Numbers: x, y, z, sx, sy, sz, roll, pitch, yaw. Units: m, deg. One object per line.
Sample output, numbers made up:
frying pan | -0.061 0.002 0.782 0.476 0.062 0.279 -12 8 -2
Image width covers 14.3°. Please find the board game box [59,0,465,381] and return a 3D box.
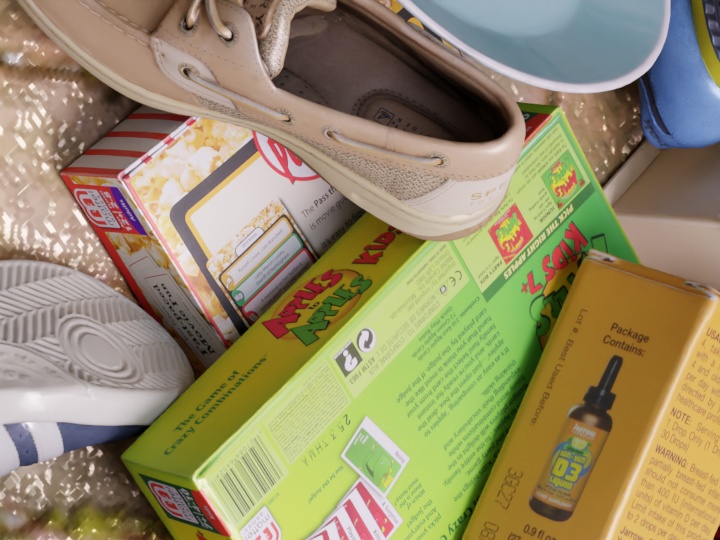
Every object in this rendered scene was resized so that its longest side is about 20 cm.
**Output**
board game box | 0.000 0.000 1.076 0.151 0.046 0.201 -41 115 -26

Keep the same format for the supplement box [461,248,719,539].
supplement box | 0.080 0.099 1.018 0.069 0.066 0.201 26 85 -46

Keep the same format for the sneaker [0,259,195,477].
sneaker | -0.143 0.052 0.974 0.199 0.075 0.085 -3 135 -50

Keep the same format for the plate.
plate | 0.034 -0.144 1.055 0.199 0.026 0.201 27 43 -28

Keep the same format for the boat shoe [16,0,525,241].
boat shoe | -0.032 -0.085 0.986 0.199 0.065 0.072 27 64 3

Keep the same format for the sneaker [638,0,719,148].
sneaker | 0.128 -0.146 1.154 0.066 0.078 0.201 10 68 -32

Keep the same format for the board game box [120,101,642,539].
board game box | 0.017 0.040 1.028 0.200 0.047 0.102 -45 121 -24

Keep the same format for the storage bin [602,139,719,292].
storage bin | 0.229 -0.015 1.207 0.199 0.093 0.200 -47 117 -23

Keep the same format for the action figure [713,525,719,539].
action figure | 0.079 0.121 1.109 0.199 0.099 0.065 -33 75 -27
